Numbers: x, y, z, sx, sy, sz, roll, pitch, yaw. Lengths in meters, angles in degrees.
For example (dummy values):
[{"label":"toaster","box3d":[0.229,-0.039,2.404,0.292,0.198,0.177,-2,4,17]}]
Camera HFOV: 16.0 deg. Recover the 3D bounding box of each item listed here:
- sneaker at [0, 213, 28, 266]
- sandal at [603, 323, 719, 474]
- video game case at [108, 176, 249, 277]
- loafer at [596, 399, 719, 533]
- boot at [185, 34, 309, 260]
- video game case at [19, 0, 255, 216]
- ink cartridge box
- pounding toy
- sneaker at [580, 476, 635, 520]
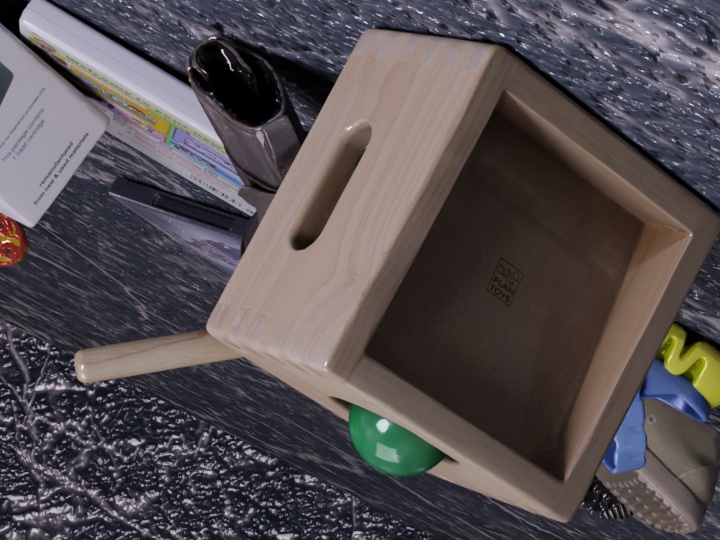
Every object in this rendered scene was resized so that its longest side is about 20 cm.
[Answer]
[{"label":"sneaker","box3d":[-0.390,-0.068,2.386,0.200,0.073,0.077,30,-166,10]},{"label":"sandal","box3d":[0.108,0.044,1.423,0.200,0.087,0.079,29,173,3]},{"label":"video game case","box3d":[-0.077,-0.011,1.876,0.200,0.019,0.143,17,166,47]},{"label":"loafer","box3d":[0.144,0.070,1.527,0.200,0.068,0.076,49,154,-19]},{"label":"boot","box3d":[-0.041,-0.049,1.340,0.174,0.069,0.200,62,169,-28]},{"label":"video game case","box3d":[-0.113,-0.088,1.529,0.200,0.022,0.182,31,171,-3]},{"label":"ink cartridge box","box3d":[-0.266,-0.127,1.496,0.200,0.084,0.146,42,169,-38]},{"label":"pounding toy","box3d":[0.016,0.011,1.138,0.184,0.200,0.142,34,169,-33]},{"label":"sneaker","box3d":[0.107,0.069,1.608,0.200,0.070,0.093,42,-165,-10]}]
